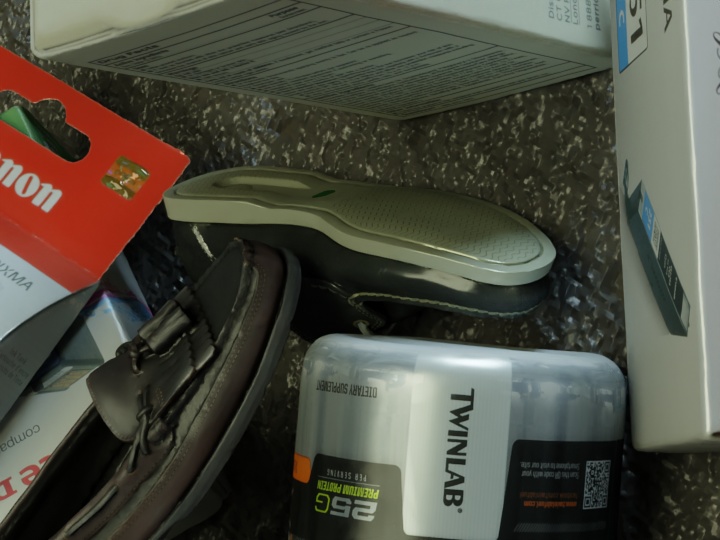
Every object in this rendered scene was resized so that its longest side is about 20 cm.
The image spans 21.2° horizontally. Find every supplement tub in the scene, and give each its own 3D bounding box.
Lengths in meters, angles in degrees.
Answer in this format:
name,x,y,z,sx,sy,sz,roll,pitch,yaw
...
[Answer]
name,x,y,z,sx,sy,sz,roll,pitch,yaw
supplement tub,0.031,0.127,0.708,0.122,0.122,0.201,3,88,43

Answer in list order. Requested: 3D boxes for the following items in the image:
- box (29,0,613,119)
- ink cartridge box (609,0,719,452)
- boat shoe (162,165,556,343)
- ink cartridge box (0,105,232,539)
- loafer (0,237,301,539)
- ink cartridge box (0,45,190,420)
name,x,y,z,sx,sy,sz,roll,pitch,yaw
box,-0.009,-0.129,0.719,0.128,0.200,0.109,-10,80,42
ink cartridge box,0.126,-0.045,0.626,0.176,0.045,0.201,135,133,-79
boat shoe,0.000,0.000,0.797,0.200,0.072,0.068,9,110,42
ink cartridge box,-0.169,0.048,0.893,0.145,0.088,0.200,-29,64,2
loafer,-0.094,0.070,0.769,0.200,0.063,0.072,-59,23,15
ink cartridge box,-0.199,-0.013,0.854,0.162,0.057,0.200,31,82,26
